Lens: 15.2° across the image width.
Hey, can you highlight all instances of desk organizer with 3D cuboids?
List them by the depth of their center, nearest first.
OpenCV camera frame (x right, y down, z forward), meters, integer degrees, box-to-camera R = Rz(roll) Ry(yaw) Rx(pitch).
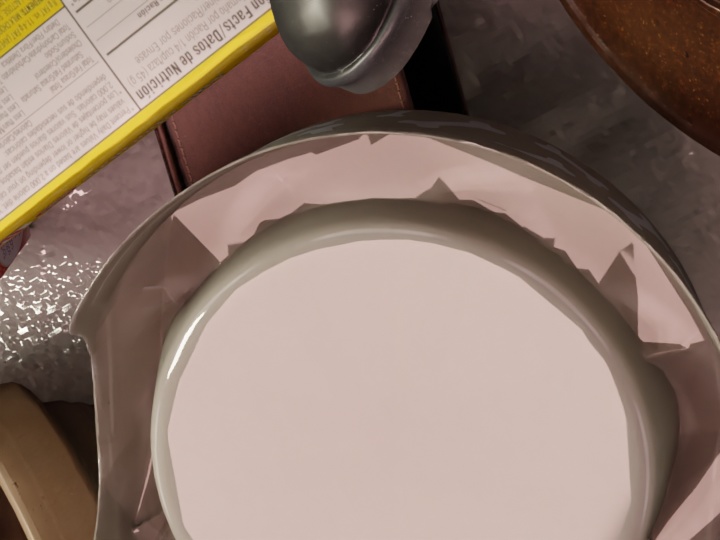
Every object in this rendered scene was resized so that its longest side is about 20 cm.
[{"bbox_3d":[0.000,0.000,0.821,0.076,0.072,0.201,-10,110,16],"label":"desk organizer"}]

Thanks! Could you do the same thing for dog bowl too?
[{"bbox_3d":[0.014,0.046,0.767,0.198,0.059,0.202,4,113,9],"label":"dog bowl"}]

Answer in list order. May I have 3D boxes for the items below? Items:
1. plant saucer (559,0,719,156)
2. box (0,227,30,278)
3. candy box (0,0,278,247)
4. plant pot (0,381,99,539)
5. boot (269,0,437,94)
[{"bbox_3d":[0.103,-0.095,0.705,0.200,0.034,0.201,37,150,26],"label":"plant saucer"},{"bbox_3d":[-0.220,-0.028,0.874,0.198,0.100,0.096,2,123,17],"label":"box"},{"bbox_3d":[-0.114,-0.061,0.762,0.199,0.026,0.103,-36,92,13],"label":"candy box"},{"bbox_3d":[-0.062,0.124,0.900,0.092,0.201,0.202,-20,122,-17],"label":"plant pot"},{"bbox_3d":[-0.068,-0.146,0.671,0.199,0.166,0.066,16,160,-29],"label":"boot"}]
